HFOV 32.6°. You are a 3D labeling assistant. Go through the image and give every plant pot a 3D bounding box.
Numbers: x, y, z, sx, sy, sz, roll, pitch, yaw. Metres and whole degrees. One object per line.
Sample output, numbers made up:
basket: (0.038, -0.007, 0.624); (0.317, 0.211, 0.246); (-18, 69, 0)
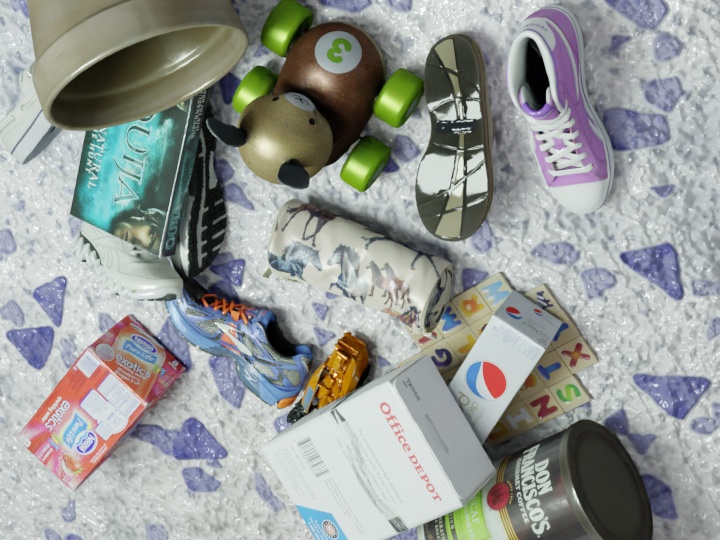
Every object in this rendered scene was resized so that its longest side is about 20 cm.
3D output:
plant pot: (-0.228, -0.249, 1.132); (0.200, 0.200, 0.174); (-30, 81, 32)

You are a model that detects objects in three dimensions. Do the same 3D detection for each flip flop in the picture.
flip flop: (0.098, -0.127, 1.193); (0.081, 0.058, 0.201); (3, 100, 28)

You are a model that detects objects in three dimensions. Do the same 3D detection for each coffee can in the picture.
coffee can: (0.180, 0.260, 1.280); (0.200, 0.146, 0.146); (-32, 98, 32)

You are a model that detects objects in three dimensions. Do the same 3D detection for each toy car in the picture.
toy car: (-0.061, -0.144, 1.166); (0.164, 0.200, 0.158); (33, 123, 7)

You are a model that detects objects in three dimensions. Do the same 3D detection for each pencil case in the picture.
pencil case: (0.000, 0.000, 1.277); (0.200, 0.078, 0.090); (22, 98, 13)

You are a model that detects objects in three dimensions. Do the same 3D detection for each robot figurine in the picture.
robot figurine: (-0.014, 0.173, 1.378); (0.145, 0.058, 0.200); (30, 122, 12)

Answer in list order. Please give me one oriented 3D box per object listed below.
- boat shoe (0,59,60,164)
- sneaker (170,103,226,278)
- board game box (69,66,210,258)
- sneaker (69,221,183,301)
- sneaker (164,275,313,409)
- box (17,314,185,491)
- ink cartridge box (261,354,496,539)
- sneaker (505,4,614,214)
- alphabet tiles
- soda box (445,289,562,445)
boat shoe: (-0.343, -0.199, 1.349); (0.070, 0.071, 0.200); (46, 130, -5)
sneaker: (-0.197, -0.091, 1.336); (0.080, 0.074, 0.200); (7, 108, 26)
board game box: (-0.231, -0.129, 1.284); (0.135, 0.028, 0.200); (24, 110, 28)
sneaker: (-0.257, -0.025, 1.353); (0.200, 0.075, 0.081); (33, 113, 44)
sneaker: (-0.133, 0.064, 1.383); (0.200, 0.075, 0.078); (39, 114, -6)
box: (-0.314, 0.161, 1.487); (0.100, 0.095, 0.200); (43, 123, 1)
ink cartridge box: (0.018, 0.196, 1.275); (0.200, 0.084, 0.145); (-31, 90, 37)
sneaker: (0.173, -0.131, 1.119); (0.073, 0.114, 0.201); (-10, 110, 26)
alphabet tiles: (0.143, 0.097, 1.303); (0.200, 0.006, 0.167); (-32, 98, 33)
soda box: (0.128, 0.121, 1.276); (0.064, 0.068, 0.200); (34, 122, 8)
